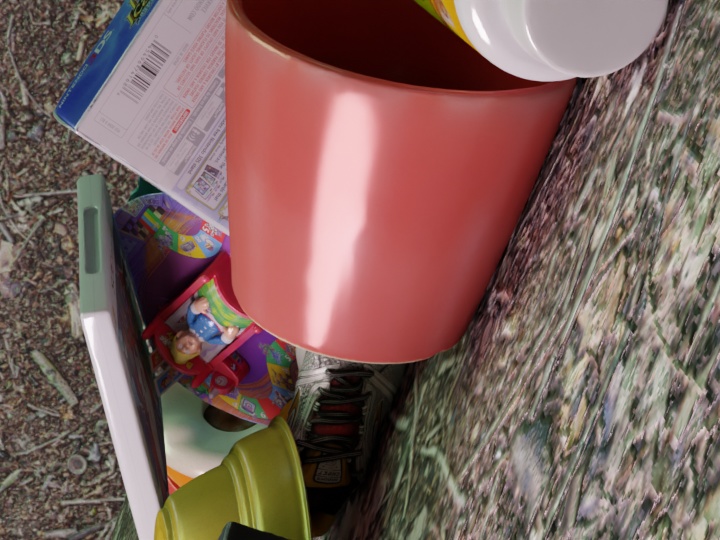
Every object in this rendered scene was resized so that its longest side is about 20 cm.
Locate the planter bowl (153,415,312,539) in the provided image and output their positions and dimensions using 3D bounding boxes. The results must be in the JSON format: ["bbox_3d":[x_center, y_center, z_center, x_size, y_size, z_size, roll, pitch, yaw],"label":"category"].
[{"bbox_3d":[-0.087,0.195,1.280,0.200,0.083,0.202,178,90,-78],"label":"planter bowl"}]

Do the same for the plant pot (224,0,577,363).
[{"bbox_3d":[0.010,-0.057,1.138,0.201,0.199,0.178,-88,9,-64],"label":"plant pot"}]

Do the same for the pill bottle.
[{"bbox_3d":[0.082,-0.165,1.037,0.110,0.109,0.200,-68,25,15],"label":"pill bottle"}]

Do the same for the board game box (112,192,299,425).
[{"bbox_3d":[-0.100,0.041,1.357,0.039,0.157,0.201,-51,-38,-38],"label":"board game box"}]

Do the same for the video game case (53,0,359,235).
[{"bbox_3d":[-0.056,-0.126,1.204,0.201,0.181,0.045,-56,35,0],"label":"video game case"}]

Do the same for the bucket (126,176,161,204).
[{"bbox_3d":[-0.076,-0.006,1.508,0.135,0.206,0.208,109,178,-73],"label":"bucket"}]

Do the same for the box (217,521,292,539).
[{"bbox_3d":[-0.067,0.267,1.125,0.149,0.106,0.200,-80,13,-46],"label":"box"}]

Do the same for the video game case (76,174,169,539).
[{"bbox_3d":[-0.159,0.063,1.361,0.183,0.023,0.201,-104,4,-58],"label":"video game case"}]

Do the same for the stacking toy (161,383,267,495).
[{"bbox_3d":[-0.104,0.177,1.628,0.147,0.145,0.201,-81,-5,-51],"label":"stacking toy"}]

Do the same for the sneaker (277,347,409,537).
[{"bbox_3d":[-0.012,0.098,1.314,0.082,0.077,0.201,-90,12,-47],"label":"sneaker"}]
